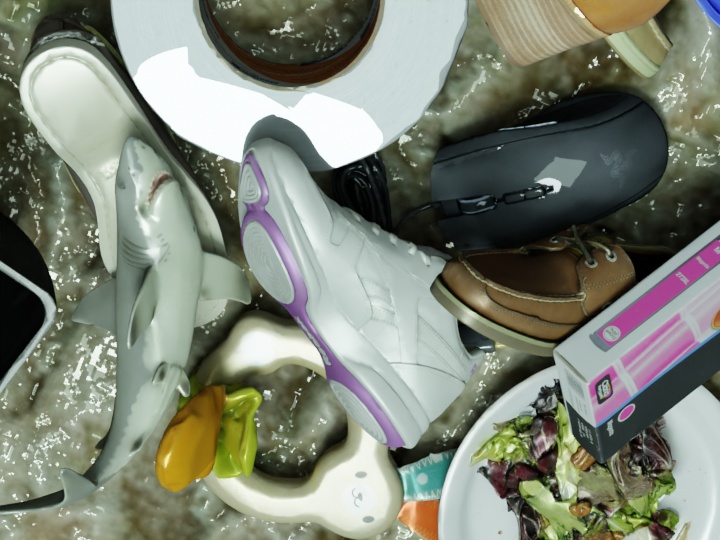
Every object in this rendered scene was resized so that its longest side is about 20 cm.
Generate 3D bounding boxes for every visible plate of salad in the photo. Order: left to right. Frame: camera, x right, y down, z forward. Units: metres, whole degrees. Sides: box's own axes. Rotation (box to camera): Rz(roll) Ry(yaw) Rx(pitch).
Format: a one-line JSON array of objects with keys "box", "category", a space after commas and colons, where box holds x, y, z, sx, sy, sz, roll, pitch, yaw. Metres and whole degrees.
[{"box": [0.145, 0.149, 1.264, 0.198, 0.048, 0.202, -3, 108, -9], "category": "plate of salad"}]

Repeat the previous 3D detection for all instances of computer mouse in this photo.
[{"box": [0.090, -0.019, 1.223, 0.198, 0.046, 0.142, -12, 107, 2], "category": "computer mouse"}]

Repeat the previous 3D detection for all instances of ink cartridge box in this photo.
[{"box": [0.197, 0.019, 1.186, 0.200, 0.037, 0.095, -39, 147, -12], "category": "ink cartridge box"}]

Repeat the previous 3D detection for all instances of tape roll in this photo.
[{"box": [-0.039, -0.159, 1.169, 0.198, 0.066, 0.202, 0, 106, 0], "category": "tape roll"}]

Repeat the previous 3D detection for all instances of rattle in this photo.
[{"box": [-0.014, 0.119, 1.218, 0.200, 0.143, 0.131, 40, 87, -6], "category": "rattle"}]

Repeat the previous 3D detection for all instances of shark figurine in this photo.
[{"box": [-0.138, 0.046, 1.165, 0.089, 0.128, 0.216, 8, 76, 32], "category": "shark figurine"}]

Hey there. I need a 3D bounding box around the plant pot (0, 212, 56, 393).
[{"box": [-0.289, 0.013, 1.157, 0.199, 0.178, 0.200, 36, 103, -10], "category": "plant pot"}]

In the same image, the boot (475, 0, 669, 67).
[{"box": [0.104, -0.218, 1.073, 0.154, 0.077, 0.201, -26, 94, 26], "category": "boot"}]

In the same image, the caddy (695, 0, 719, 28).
[{"box": [0.255, -0.185, 1.147, 0.200, 0.105, 0.141, 38, 119, -23], "category": "caddy"}]

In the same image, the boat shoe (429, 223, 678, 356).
[{"box": [0.117, 0.004, 1.179, 0.199, 0.072, 0.068, 7, 122, -51], "category": "boat shoe"}]

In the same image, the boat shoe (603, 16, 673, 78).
[{"box": [0.129, -0.203, 1.157, 0.063, 0.073, 0.202, -27, 98, 12], "category": "boat shoe"}]

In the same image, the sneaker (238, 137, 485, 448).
[{"box": [0.000, 0.000, 1.182, 0.099, 0.075, 0.201, -39, 116, -17], "category": "sneaker"}]

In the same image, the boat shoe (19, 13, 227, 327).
[{"box": [-0.132, -0.056, 1.195, 0.071, 0.060, 0.201, -25, 122, 7], "category": "boat shoe"}]
